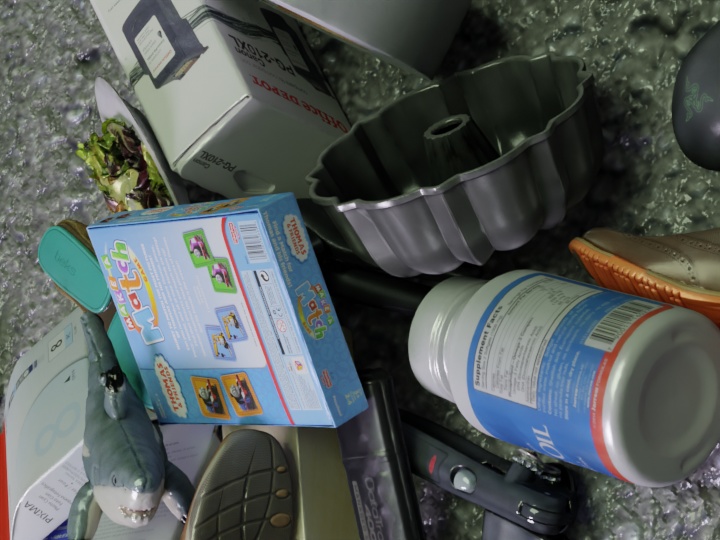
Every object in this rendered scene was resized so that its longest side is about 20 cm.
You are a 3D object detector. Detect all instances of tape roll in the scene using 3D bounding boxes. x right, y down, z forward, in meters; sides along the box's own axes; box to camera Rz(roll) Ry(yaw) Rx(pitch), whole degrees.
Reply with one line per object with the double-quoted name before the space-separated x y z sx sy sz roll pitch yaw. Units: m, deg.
"tape roll" -0.026 -0.200 1.689 0.200 0.200 0.066 28 93 40

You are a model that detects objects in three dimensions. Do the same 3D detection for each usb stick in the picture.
"usb stick" 0.019 0.162 1.623 0.055 0.033 0.200 -12 90 51

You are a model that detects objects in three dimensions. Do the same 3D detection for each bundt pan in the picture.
"bundt pan" 0.070 -0.063 1.616 0.201 0.076 0.202 -21 22 9

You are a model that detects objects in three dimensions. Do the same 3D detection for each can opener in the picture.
"can opener" 0.000 0.000 1.707 0.200 0.079 0.064 16 128 29
"can opener" 0.065 0.131 1.620 0.200 0.063 0.079 29 96 40

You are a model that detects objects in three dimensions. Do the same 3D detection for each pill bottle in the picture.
"pill bottle" 0.126 0.061 1.556 0.200 0.112 0.112 15 86 49

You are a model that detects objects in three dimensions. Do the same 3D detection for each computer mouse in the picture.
"computer mouse" 0.264 -0.146 1.552 0.200 0.053 0.139 -44 55 20

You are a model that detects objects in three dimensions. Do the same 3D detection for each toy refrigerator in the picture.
"toy refrigerator" -0.044 0.139 1.703 0.076 0.070 0.200 -24 62 40

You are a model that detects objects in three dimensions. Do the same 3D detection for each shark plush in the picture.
"shark plush" -0.156 0.100 1.693 0.091 0.083 0.200 -3 43 0

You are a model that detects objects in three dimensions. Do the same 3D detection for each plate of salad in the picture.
"plate of salad" -0.155 -0.044 1.777 0.048 0.200 0.200 -24 54 -12

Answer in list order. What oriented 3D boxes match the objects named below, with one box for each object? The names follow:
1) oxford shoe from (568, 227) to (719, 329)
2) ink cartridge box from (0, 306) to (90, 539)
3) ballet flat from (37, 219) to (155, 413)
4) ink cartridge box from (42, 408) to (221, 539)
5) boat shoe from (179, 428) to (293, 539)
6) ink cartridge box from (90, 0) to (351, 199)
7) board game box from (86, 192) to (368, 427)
"oxford shoe" 0.221 0.003 1.542 0.200 0.071 0.073 21 71 36
"ink cartridge box" -0.255 0.138 1.839 0.200 0.047 0.160 -39 32 16
"ballet flat" -0.164 0.033 1.827 0.200 0.072 0.068 45 116 38
"ink cartridge box" -0.174 0.184 1.774 0.197 0.047 0.200 -15 41 45
"boat shoe" -0.100 0.201 1.642 0.072 0.076 0.200 0 74 61
"ink cartridge box" -0.099 -0.147 1.782 0.084 0.145 0.200 -41 55 20
"board game box" -0.091 0.029 1.645 0.200 0.037 0.152 -4 109 50
